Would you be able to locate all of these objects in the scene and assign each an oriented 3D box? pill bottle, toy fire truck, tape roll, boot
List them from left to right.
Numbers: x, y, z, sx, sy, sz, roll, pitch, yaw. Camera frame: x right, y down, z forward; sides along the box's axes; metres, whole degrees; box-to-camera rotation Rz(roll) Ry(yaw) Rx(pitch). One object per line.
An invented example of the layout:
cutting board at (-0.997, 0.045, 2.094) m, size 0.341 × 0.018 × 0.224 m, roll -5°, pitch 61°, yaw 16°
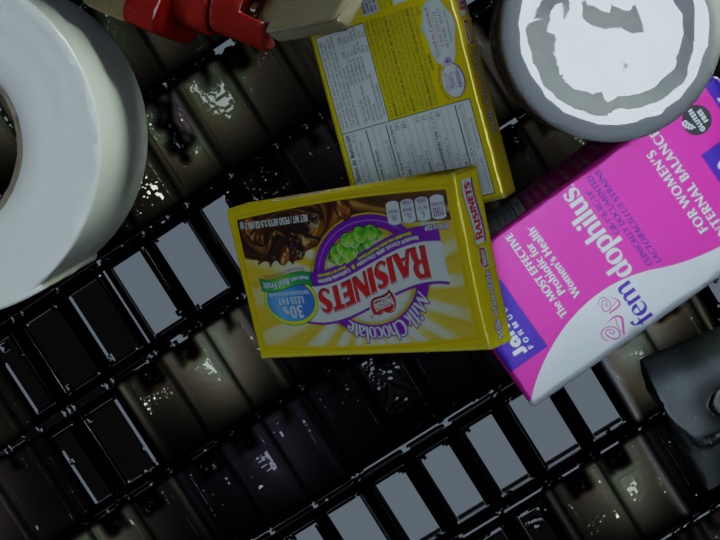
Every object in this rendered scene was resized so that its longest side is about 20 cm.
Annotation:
tape roll at (-0.240, -0.079, 0.852) m, size 0.200 × 0.139 × 0.205 m, roll 0°, pitch 98°, yaw 2°
toy fire truck at (-0.060, -0.207, 0.807) m, size 0.198 × 0.129 × 0.178 m, roll 24°, pitch 97°, yaw 15°
pill bottle at (0.131, -0.134, 0.796) m, size 0.115 × 0.200 × 0.118 m, roll 0°, pitch 97°, yaw 2°
boot at (0.267, 0.024, 0.885) m, size 0.198 × 0.066 × 0.166 m, roll -26°, pitch 94°, yaw 10°

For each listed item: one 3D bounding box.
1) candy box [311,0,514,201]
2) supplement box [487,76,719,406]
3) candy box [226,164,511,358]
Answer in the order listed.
candy box at (0.022, -0.133, 0.866) m, size 0.101 × 0.026 × 0.202 m, roll -11°, pitch 98°, yaw 31°
supplement box at (0.155, -0.022, 0.861) m, size 0.199 × 0.103 × 0.102 m, roll -36°, pitch 95°, yaw 8°
candy box at (0.000, 0.000, 0.848) m, size 0.199 × 0.026 × 0.103 m, roll -6°, pitch 101°, yaw 45°
